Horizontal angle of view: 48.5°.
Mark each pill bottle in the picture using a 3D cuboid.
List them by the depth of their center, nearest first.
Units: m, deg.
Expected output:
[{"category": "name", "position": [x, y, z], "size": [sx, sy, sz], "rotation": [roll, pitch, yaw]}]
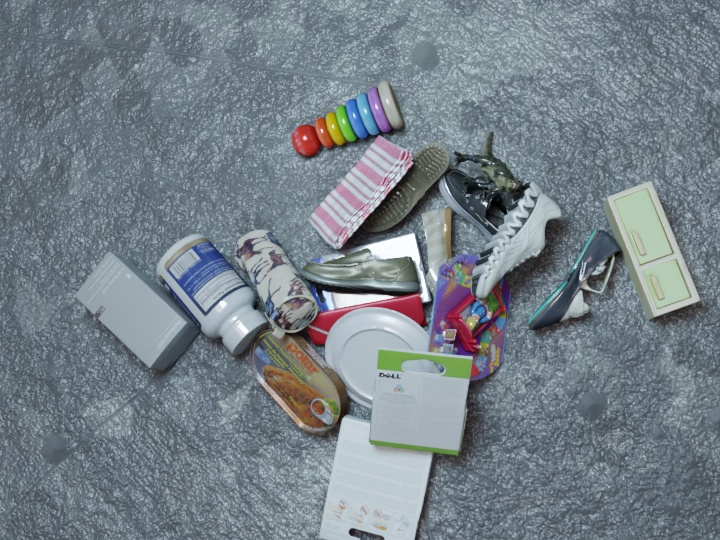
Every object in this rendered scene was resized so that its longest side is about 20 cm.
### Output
[{"category": "pill bottle", "position": [-0.250, 0.044, 1.369], "size": [0.111, 0.111, 0.200], "rotation": [-43, 77, 2]}]

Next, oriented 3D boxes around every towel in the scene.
[{"category": "towel", "position": [-0.005, -0.136, 1.342], "size": [0.030, 0.146, 0.200], "rotation": [40, 91, -28]}]

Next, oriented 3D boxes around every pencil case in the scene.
[{"category": "pencil case", "position": [-0.147, 0.017, 1.334], "size": [0.089, 0.078, 0.201], "rotation": [-37, 48, 2]}]

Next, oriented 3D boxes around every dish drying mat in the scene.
[{"category": "dish drying mat", "position": [0.008, 0.084, 1.328], "size": [0.197, 0.077, 0.018], "rotation": [-10, 43, 8]}]

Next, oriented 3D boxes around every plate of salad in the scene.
[{"category": "plate of salad", "position": [0.038, 0.144, 1.304], "size": [0.197, 0.048, 0.203], "rotation": [8, 119, 15]}]

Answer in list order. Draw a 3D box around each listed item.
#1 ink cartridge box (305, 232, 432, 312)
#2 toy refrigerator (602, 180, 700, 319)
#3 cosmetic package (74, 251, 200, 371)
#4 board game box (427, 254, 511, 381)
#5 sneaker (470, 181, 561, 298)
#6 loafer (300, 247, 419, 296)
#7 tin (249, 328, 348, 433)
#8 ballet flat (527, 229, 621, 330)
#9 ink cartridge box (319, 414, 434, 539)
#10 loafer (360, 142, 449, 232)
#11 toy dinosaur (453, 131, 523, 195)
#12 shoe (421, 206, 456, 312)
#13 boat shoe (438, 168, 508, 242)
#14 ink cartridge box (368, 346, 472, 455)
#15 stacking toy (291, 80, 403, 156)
[{"category": "ink cartridge box", "position": [0.013, 0.018, 1.360], "size": [0.197, 0.042, 0.121], "rotation": [-14, 81, 7]}, {"category": "toy refrigerator", "position": [0.459, -0.031, 1.267], "size": [0.075, 0.070, 0.203], "rotation": [-19, 80, 7]}, {"category": "cosmetic package", "position": [-0.389, 0.074, 1.405], "size": [0.199, 0.090, 0.107], "rotation": [38, 87, 16]}, {"category": "board game box", "position": [0.187, 0.076, 1.270], "size": [0.156, 0.039, 0.203], "rotation": [13, 82, -30]}, {"category": "sneaker", "position": [0.242, -0.037, 1.242], "size": [0.081, 0.075, 0.201], "rotation": [33, 84, -6]}, {"category": "loafer", "position": [0.000, 0.000, 1.314], "size": [0.197, 0.075, 0.071], "rotation": [5, 79, 1]}, {"category": "tin", "position": [-0.103, 0.181, 1.340], "size": [0.200, 0.042, 0.112], "rotation": [46, 121, 13]}, {"category": "ballet flat", "position": [0.350, 0.028, 1.281], "size": [0.073, 0.073, 0.201], "rotation": [36, 88, 13]}, {"category": "ink cartridge box", "position": [0.029, 0.354, 1.310], "size": [0.158, 0.047, 0.203], "rotation": [11, 88, 11]}, {"category": "loafer", "position": [0.075, -0.140, 1.358], "size": [0.199, 0.068, 0.076], "rotation": [-39, 92, 20]}, {"category": "toy dinosaur", "position": [0.201, -0.166, 1.296], "size": [0.087, 0.048, 0.201], "rotation": [-9, 37, -4]}, {"category": "shoe", "position": [0.129, -0.007, 1.327], "size": [0.053, 0.070, 0.203], "rotation": [0, 73, 2]}, {"category": "boat shoe", "position": [0.210, -0.101, 1.313], "size": [0.070, 0.066, 0.201], "rotation": [-32, 77, -29]}, {"category": "ink cartridge box", "position": [0.093, 0.181, 1.228], "size": [0.145, 0.076, 0.202], "rotation": [6, 125, 4]}, {"category": "stacking toy", "position": [-0.029, -0.255, 1.389], "size": [0.198, 0.085, 0.086], "rotation": [-20, 79, 11]}]
